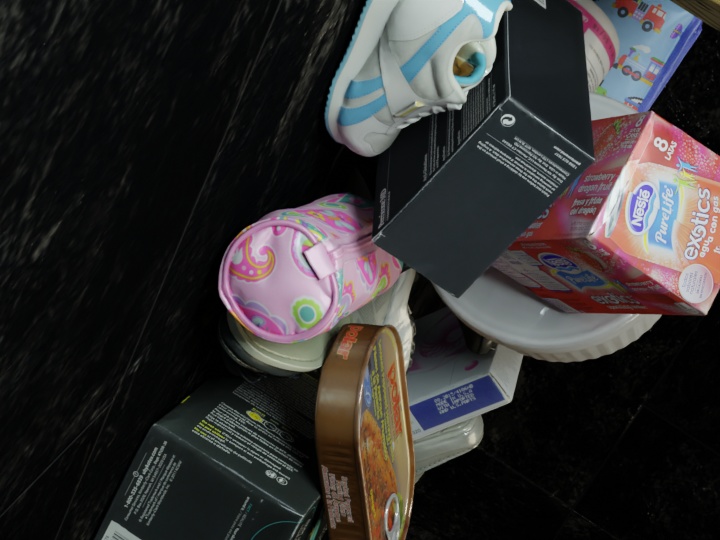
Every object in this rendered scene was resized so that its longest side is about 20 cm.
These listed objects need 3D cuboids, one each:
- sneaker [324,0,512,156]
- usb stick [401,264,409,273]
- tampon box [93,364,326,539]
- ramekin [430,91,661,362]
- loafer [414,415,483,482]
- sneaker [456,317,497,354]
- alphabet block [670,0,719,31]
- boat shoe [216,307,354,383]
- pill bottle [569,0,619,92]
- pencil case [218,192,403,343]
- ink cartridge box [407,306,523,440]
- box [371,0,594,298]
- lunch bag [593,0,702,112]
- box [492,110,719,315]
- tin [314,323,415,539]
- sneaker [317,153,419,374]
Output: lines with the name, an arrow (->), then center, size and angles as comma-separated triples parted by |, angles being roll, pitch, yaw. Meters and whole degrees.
sneaker -> 0.034, -0.125, 1.312 | 0.077, 0.081, 0.200 | -55, 174, -29
usb stick -> 0.058, -0.042, 1.490 | 0.200, 0.056, 0.033 | -28, 153, 6
tampon box -> -0.091, 0.167, 1.541 | 0.150, 0.126, 0.200 | -62, 172, 23
ramekin -> 0.149, -0.024, 1.526 | 0.203, 0.202, 0.094 | -56, 154, -8
loafer -> 0.027, 0.162, 1.792 | 0.200, 0.070, 0.070 | -18, -153, 36
sneaker -> 0.070, -0.022, 1.704 | 0.066, 0.090, 0.200 | 106, -18, -64
alphabet block -> 0.227, -0.292, 1.401 | 0.197, 0.200, 0.195 | -58, 173, 8
boat shoe -> -0.065, 0.047, 1.447 | 0.066, 0.075, 0.199 | -35, 180, 17
pill bottle -> 0.110, -0.130, 1.654 | 0.200, 0.113, 0.113 | -55, 172, -15
pencil case -> -0.028, -0.006, 1.381 | 0.088, 0.087, 0.200 | -59, 171, 14
ink cartridge box -> 0.054, 0.076, 1.783 | 0.196, 0.043, 0.200 | -25, -156, 26
box -> 0.081, -0.099, 1.386 | 0.141, 0.079, 0.200 | -44, -158, 28
lunch bag -> 0.183, -0.173, 1.805 | 0.200, 0.150, 0.094 | -57, 173, 0
box -> 0.161, -0.034, 1.357 | 0.096, 0.100, 0.200 | -62, -162, -11
tin -> 0.004, 0.127, 1.478 | 0.112, 0.042, 0.200 | -58, 149, -48
sneaker -> 0.000, 0.000, 1.566 | 0.074, 0.079, 0.200 | -116, -156, -58
